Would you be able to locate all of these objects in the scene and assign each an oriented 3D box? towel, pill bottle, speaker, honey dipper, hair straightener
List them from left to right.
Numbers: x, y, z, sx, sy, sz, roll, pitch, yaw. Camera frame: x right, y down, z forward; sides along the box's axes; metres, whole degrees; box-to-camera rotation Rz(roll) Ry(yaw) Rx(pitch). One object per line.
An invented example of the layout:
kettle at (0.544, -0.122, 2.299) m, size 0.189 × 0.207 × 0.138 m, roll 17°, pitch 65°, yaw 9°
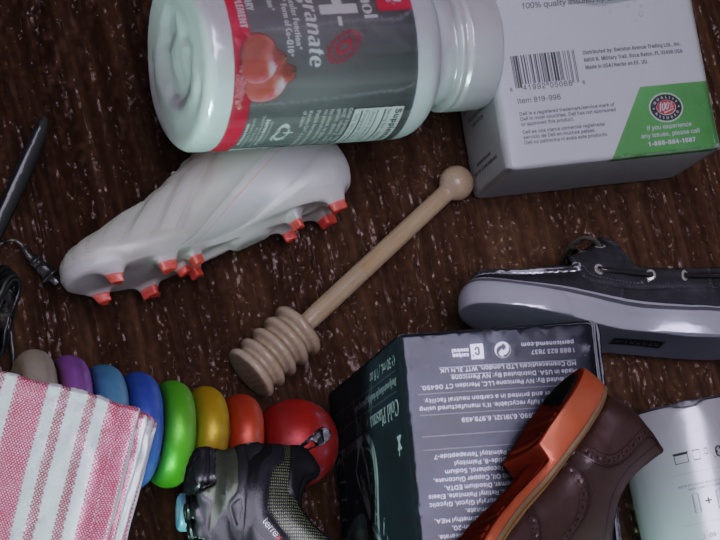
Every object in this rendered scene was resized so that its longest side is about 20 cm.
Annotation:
towel at (-0.226, 0.125, 1.379) m, size 0.199 × 0.030 × 0.147 m, roll 14°, pitch 82°, yaw 2°
hair straightener at (-0.218, 0.000, 1.475) m, size 0.077 × 0.041 × 0.201 m, roll 17°, pitch 74°, yaw -10°
pill bottle at (-0.019, -0.131, 1.486) m, size 0.199 × 0.111 × 0.111 m, roll -5°, pitch 79°, yaw -24°
honey dipper at (0.000, 0.000, 1.533) m, size 0.038 × 0.038 × 0.200 m, roll 47°, pitch 70°, yaw 0°
speaker at (0.217, 0.182, 1.523) m, size 0.081 × 0.081 × 0.201 m, roll -9°, pitch 80°, yaw -16°

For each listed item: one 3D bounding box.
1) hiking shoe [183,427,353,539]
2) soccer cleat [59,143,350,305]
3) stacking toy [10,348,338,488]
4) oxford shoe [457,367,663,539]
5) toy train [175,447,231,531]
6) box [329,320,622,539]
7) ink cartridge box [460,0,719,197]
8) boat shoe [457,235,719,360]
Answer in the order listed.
hiking shoe at (-0.037, 0.191, 1.392) m, size 0.100 × 0.076 × 0.201 m, roll -11°, pitch 91°, yaw -9°
soccer cleat at (-0.100, -0.039, 1.505) m, size 0.199 × 0.069 × 0.078 m, roll -21°, pitch 78°, yaw -25°
stacking toy at (-0.108, 0.095, 1.466) m, size 0.199 × 0.085 × 0.086 m, roll 4°, pitch 77°, yaw -18°
oxford shoe at (0.092, 0.149, 1.295) m, size 0.072 × 0.071 × 0.200 m, roll 37°, pitch 73°, yaw -6°
toy train at (-0.139, 0.180, 1.436) m, size 0.199 × 0.056 × 0.151 m, roll -1°, pitch 90°, yaw -12°
box at (0.065, 0.146, 1.430) m, size 0.123 × 0.200 × 0.197 m, roll -4°, pitch 78°, yaw -13°
ink cartridge box at (0.133, -0.158, 1.577) m, size 0.146 × 0.083 × 0.201 m, roll -6°, pitch 80°, yaw -15°
boat shoe at (0.156, 0.011, 1.555) m, size 0.199 × 0.070 × 0.067 m, roll 6°, pitch 69°, yaw -13°
